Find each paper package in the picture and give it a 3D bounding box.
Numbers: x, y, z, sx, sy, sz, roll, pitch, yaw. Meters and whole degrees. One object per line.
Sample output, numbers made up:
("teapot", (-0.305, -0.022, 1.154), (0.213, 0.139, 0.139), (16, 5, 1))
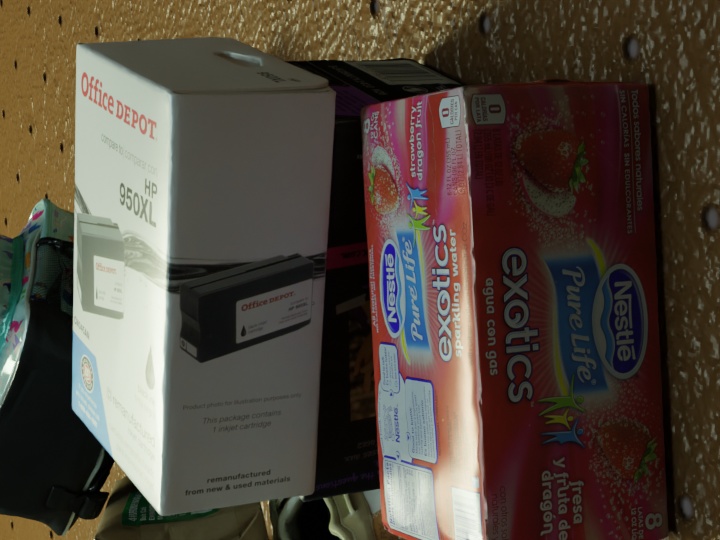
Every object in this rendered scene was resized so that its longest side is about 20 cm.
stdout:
("paper package", (-0.100, 0.227, 0.966), (0.200, 0.103, 0.191), (-170, 69, -84))

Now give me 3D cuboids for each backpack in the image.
("backpack", (-0.214, 0.050, 1.004), (0.200, 0.150, 0.178), (-92, 25, -60))

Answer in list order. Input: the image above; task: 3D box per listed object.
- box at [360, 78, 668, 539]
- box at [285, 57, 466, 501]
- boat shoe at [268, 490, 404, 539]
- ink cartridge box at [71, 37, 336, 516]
("box", (0.066, 0.020, 0.673), (0.100, 0.095, 0.201), (1, 95, 64))
("box", (0.000, 0.000, 0.794), (0.122, 0.106, 0.201), (39, 128, 56))
("boat shoe", (-0.019, 0.145, 0.902), (0.200, 0.068, 0.075), (169, 96, -64))
("ink cartridge box", (-0.082, -0.004, 0.744), (0.145, 0.084, 0.201), (31, 121, 58))
